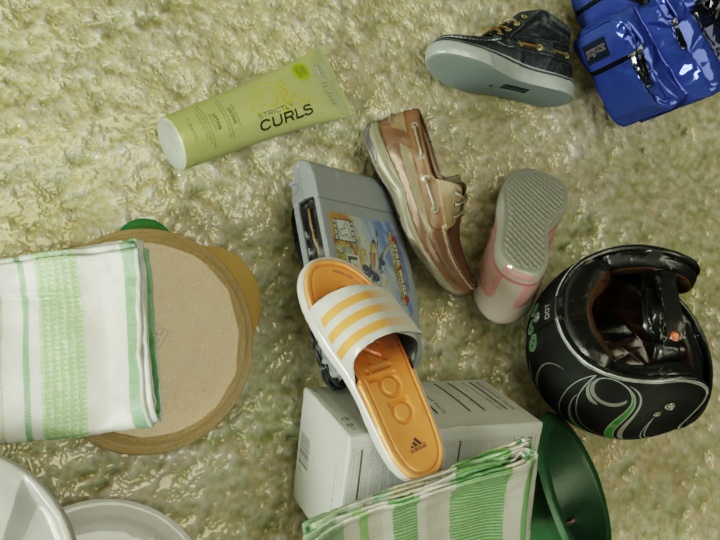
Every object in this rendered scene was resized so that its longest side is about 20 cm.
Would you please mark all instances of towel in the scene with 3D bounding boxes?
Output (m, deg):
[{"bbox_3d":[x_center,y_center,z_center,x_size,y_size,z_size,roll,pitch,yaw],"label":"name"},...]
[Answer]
[{"bbox_3d":[-0.260,0.060,0.677,0.196,0.031,0.152,-7,82,1],"label":"towel"},{"bbox_3d":[0.054,0.219,0.715,0.197,0.154,0.024,-18,46,-9],"label":"towel"}]

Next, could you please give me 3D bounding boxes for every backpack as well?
[{"bbox_3d":[0.336,-0.284,0.988,0.167,0.162,0.202,-31,96,-22],"label":"backpack"}]

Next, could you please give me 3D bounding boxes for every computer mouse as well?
[{"bbox_3d":[-0.038,0.016,0.814,0.058,0.034,0.203,21,55,-48],"label":"computer mouse"}]

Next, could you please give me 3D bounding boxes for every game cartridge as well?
[{"bbox_3d":[0.000,0.000,0.816,0.132,0.041,0.203,4,69,-48],"label":"game cartridge"}]

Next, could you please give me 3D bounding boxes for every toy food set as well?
[{"bbox_3d":[-0.188,0.057,0.748,0.196,0.049,0.203,19,75,-21],"label":"toy food set"}]

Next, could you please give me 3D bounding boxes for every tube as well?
[{"bbox_3d":[-0.098,-0.155,0.826,0.198,0.052,0.059,-27,134,-31],"label":"tube"}]

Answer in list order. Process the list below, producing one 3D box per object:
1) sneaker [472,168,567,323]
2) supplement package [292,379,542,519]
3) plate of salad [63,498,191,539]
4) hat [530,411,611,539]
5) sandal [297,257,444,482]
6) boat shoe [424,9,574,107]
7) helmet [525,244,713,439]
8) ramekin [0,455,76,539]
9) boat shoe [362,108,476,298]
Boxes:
[{"bbox_3d":[0.167,-0.024,0.924,0.074,0.106,0.201,20,41,5],"label":"sneaker"},{"bbox_3d":[0.051,0.175,0.794,0.197,0.109,0.116,2,104,-26],"label":"supplement package"},{"bbox_3d":[-0.213,0.292,0.700,0.197,0.048,0.204,4,81,-25],"label":"plate of salad"},{"bbox_3d":[0.148,0.262,0.895,0.167,0.174,0.200,62,26,-3],"label":"hat"},{"bbox_3d":[0.022,0.070,0.707,0.078,0.059,0.209,-19,73,-34],"label":"sandal"},{"bbox_3d":[0.155,-0.247,0.951,0.198,0.071,0.093,8,77,-31],"label":"boat shoe"},{"bbox_3d":[0.270,0.081,0.886,0.196,0.191,0.203,-3,62,6],"label":"helmet"},{"bbox_3d":[-0.297,0.236,0.616,0.199,0.094,0.206,3,66,-8],"label":"ramekin"},{"bbox_3d":[0.074,-0.069,0.865,0.071,0.076,0.202,-26,96,14],"label":"boat shoe"}]
